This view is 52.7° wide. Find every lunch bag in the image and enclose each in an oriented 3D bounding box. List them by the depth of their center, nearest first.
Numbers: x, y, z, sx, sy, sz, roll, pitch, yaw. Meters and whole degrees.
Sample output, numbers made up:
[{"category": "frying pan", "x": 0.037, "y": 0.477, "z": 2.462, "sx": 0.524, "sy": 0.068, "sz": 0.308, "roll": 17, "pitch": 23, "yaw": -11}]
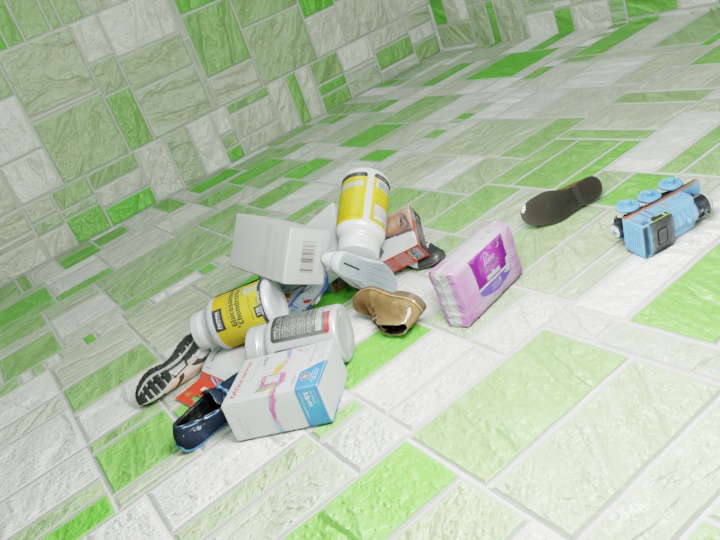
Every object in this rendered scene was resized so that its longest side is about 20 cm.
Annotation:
[{"category": "lunch bag", "x": -0.154, "y": 0.008, "z": 1.662, "sx": 0.161, "sy": 0.075, "sz": 0.202, "roll": -47, "pitch": 49, "yaw": 19}]

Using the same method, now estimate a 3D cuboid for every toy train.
[{"category": "toy train", "x": 0.572, "y": -0.104, "z": 1.376, "sx": 0.197, "sy": 0.088, "sz": 0.114, "roll": -25, "pitch": 32, "yaw": -12}]

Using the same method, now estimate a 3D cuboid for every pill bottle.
[{"category": "pill bottle", "x": -0.119, "y": 0.140, "z": 1.433, "sx": 0.196, "sy": 0.116, "sz": 0.114, "roll": -12, "pitch": 24, "yaw": 17}, {"category": "pill bottle", "x": -0.259, "y": 0.099, "z": 1.545, "sx": 0.196, "sy": 0.114, "sz": 0.113, "roll": -21, "pitch": 22, "yaw": 16}, {"category": "pill bottle", "x": 0.004, "y": -0.115, "z": 1.611, "sx": 0.112, "sy": 0.114, "sz": 0.204, "roll": -10, "pitch": 56, "yaw": 27}]

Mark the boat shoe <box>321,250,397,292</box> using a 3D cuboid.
[{"category": "boat shoe", "x": 0.000, "y": 0.000, "z": 1.553, "sx": 0.066, "sy": 0.199, "sz": 0.075, "roll": 19, "pitch": 80, "yaw": 47}]

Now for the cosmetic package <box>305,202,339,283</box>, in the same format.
[{"category": "cosmetic package", "x": -0.099, "y": -0.040, "z": 1.709, "sx": 0.199, "sy": 0.051, "sz": 0.154, "roll": -34, "pitch": 53, "yaw": 39}]

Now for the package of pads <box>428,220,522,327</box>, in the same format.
[{"category": "package of pads", "x": 0.224, "y": 0.004, "z": 1.408, "sx": 0.199, "sy": 0.122, "sz": 0.075, "roll": -39, "pitch": 27, "yaw": -32}]

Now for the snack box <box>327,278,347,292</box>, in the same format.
[{"category": "snack box", "x": -0.079, "y": -0.013, "z": 1.823, "sx": 0.142, "sy": 0.054, "sz": 0.198, "roll": -38, "pitch": 28, "yaw": -29}]

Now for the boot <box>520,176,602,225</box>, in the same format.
[{"category": "boot", "x": 0.443, "y": -0.151, "z": 1.637, "sx": 0.196, "sy": 0.075, "sz": 0.075, "roll": -22, "pitch": 3, "yaw": -9}]

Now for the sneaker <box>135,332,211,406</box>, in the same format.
[{"category": "sneaker", "x": -0.405, "y": 0.230, "z": 1.595, "sx": 0.199, "sy": 0.080, "sz": 0.074, "roll": -41, "pitch": 55, "yaw": -6}]

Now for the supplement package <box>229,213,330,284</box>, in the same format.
[{"category": "supplement package", "x": -0.174, "y": -0.047, "z": 1.556, "sx": 0.116, "sy": 0.120, "sz": 0.198, "roll": 1, "pitch": 11, "yaw": -45}]

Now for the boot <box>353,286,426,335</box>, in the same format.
[{"category": "boot", "x": 0.040, "y": 0.083, "z": 1.468, "sx": 0.198, "sy": 0.074, "sz": 0.076, "roll": 2, "pitch": 51, "yaw": 52}]

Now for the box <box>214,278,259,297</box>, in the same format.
[{"category": "box", "x": -0.266, "y": 0.079, "z": 1.801, "sx": 0.196, "sy": 0.051, "sz": 0.158, "roll": -23, "pitch": 23, "yaw": -1}]

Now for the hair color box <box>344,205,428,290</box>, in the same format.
[{"category": "hair color box", "x": 0.050, "y": -0.051, "z": 1.663, "sx": 0.197, "sy": 0.064, "sz": 0.113, "roll": -26, "pitch": 54, "yaw": 21}]

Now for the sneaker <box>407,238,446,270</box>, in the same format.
[{"category": "sneaker", "x": 0.117, "y": -0.060, "z": 1.699, "sx": 0.073, "sy": 0.090, "sz": 0.198, "roll": -33, "pitch": 26, "yaw": -28}]

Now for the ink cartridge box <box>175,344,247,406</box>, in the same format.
[{"category": "ink cartridge box", "x": -0.287, "y": 0.210, "z": 1.537, "sx": 0.198, "sy": 0.058, "sz": 0.161, "roll": -33, "pitch": 24, "yaw": -33}]

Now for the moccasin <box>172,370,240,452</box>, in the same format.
[{"category": "moccasin", "x": -0.274, "y": 0.256, "z": 1.382, "sx": 0.079, "sy": 0.069, "sz": 0.200, "roll": 9, "pitch": 41, "yaw": 31}]

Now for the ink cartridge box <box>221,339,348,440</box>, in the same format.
[{"category": "ink cartridge box", "x": -0.137, "y": 0.218, "z": 1.327, "sx": 0.196, "sy": 0.086, "sz": 0.145, "roll": -16, "pitch": 23, "yaw": 19}]
